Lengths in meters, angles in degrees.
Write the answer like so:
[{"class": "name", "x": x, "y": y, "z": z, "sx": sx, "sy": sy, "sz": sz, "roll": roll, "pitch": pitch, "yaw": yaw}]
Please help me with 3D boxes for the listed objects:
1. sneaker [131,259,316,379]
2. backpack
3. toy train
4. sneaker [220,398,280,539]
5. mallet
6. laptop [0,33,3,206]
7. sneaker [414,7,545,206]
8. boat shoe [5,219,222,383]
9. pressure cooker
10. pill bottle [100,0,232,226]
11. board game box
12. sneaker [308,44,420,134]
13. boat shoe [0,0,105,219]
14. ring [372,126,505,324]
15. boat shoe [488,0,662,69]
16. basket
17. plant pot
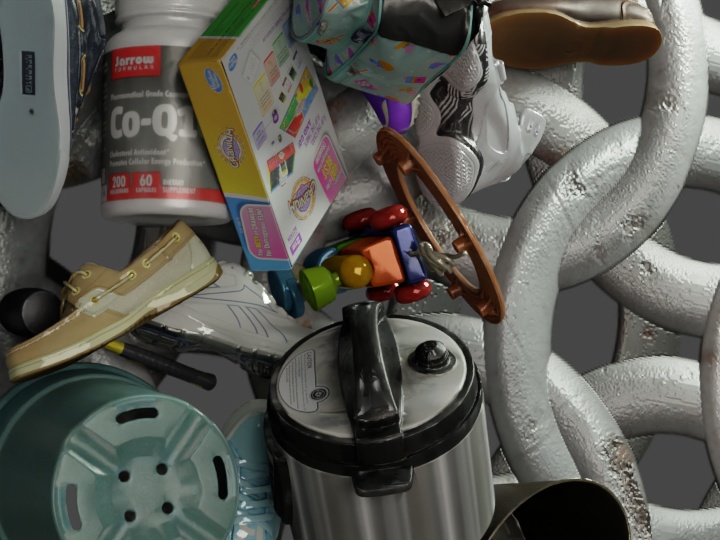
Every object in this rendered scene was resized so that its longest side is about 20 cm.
[{"class": "sneaker", "x": -0.102, "y": 0.038, "z": 1.444, "sx": 0.200, "sy": 0.075, "sz": 0.087, "roll": 19, "pitch": 69, "yaw": -5}, {"class": "backpack", "x": 0.024, "y": -0.238, "z": 1.402, "sx": 0.153, "sy": 0.200, "sz": 0.176, "roll": 9, "pitch": 74, "yaw": -6}, {"class": "toy train", "x": 0.000, "y": 0.000, "z": 1.443, "sx": 0.115, "sy": 0.200, "sz": 0.085, "roll": -21, "pitch": 97, "yaw": -19}, {"class": "sneaker", "x": -0.091, "y": 0.209, "z": 1.406, "sx": 0.074, "sy": 0.082, "sz": 0.201, "roll": 5, "pitch": 111, "yaw": -19}, {"class": "mallet", "x": -0.216, "y": 0.063, "z": 1.433, "sx": 0.200, "sy": 0.066, "sz": 0.041, "roll": 26, "pitch": 77, "yaw": -35}, {"class": "laptop", "x": -0.323, "y": -0.157, "z": 1.360, "sx": 0.200, "sy": 0.103, "sz": 0.178, "roll": 15, "pitch": 81, "yaw": -22}, {"class": "sneaker", "x": 0.110, "y": -0.163, "z": 1.548, "sx": 0.115, "sy": 0.075, "sz": 0.201, "roll": -15, "pitch": 116, "yaw": -43}, {"class": "boat shoe", "x": -0.208, "y": 0.024, "z": 1.359, "sx": 0.200, "sy": 0.074, "sz": 0.066, "roll": -31, "pitch": 93, "yaw": -32}, {"class": "pressure cooker", "x": 0.016, "y": 0.128, "z": 1.333, "sx": 0.179, "sy": 0.176, "sz": 0.200, "roll": -36, "pitch": 133, "yaw": -33}, {"class": "pill bottle", "x": -0.162, "y": -0.141, "z": 1.425, "sx": 0.114, "sy": 0.114, "sz": 0.201, "roll": 2, "pitch": 85, "yaw": -24}, {"class": "board game box", "x": -0.077, "y": -0.123, "z": 1.422, "sx": 0.153, "sy": 0.040, "sz": 0.200, "roll": -60, "pitch": 140, "yaw": -50}, {"class": "sneaker", "x": -0.019, "y": -0.209, "z": 1.526, "sx": 0.099, "sy": 0.070, "sz": 0.201, "roll": -21, "pitch": 91, "yaw": -17}, {"class": "boat shoe", "x": -0.251, "y": -0.145, "z": 1.385, "sx": 0.071, "sy": 0.091, "sz": 0.201, "roll": 11, "pitch": 105, "yaw": 19}, {"class": "ring", "x": 0.065, "y": -0.036, "z": 1.476, "sx": 0.019, "sy": 0.200, "sz": 0.201, "roll": -32, "pitch": 99, "yaw": -9}, {"class": "boat shoe", "x": 0.193, "y": -0.238, "z": 1.624, "sx": 0.200, "sy": 0.070, "sz": 0.070, "roll": 1, "pitch": 48, "yaw": -27}, {"class": "basket", "x": 0.112, "y": 0.252, "z": 1.468, "sx": 0.180, "sy": 0.200, "sz": 0.136, "roll": -44, "pitch": 108, "yaw": -21}, {"class": "plant pot", "x": -0.198, "y": 0.172, "z": 1.341, "sx": 0.200, "sy": 0.196, "sz": 0.201, "roll": 2, "pitch": 86, "yaw": -23}]
